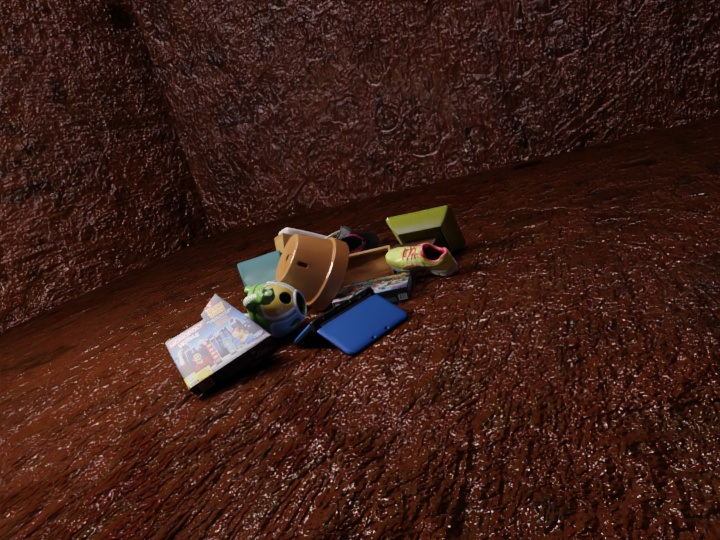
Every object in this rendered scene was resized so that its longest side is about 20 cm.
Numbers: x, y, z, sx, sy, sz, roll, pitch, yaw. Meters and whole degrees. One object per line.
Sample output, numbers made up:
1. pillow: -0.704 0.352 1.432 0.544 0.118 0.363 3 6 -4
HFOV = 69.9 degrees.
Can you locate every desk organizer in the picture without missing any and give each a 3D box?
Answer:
1. desk organizer: 0.133 -0.035 1.531 0.198 0.072 0.077 -10 18 23

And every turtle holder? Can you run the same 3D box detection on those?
1. turtle holder: -0.211 0.082 1.254 0.130 0.186 0.142 -12 39 11

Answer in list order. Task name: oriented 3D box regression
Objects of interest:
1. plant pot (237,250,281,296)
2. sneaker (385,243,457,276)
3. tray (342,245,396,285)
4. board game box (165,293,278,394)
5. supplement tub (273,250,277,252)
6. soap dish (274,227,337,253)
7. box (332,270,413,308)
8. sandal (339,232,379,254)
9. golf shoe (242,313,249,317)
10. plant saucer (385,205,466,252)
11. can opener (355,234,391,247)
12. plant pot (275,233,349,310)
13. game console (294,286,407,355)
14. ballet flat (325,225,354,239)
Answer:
1. plant pot: -0.277 0.050 1.546 0.140 0.142 0.200 -19 21 -10
2. sneaker: 0.158 -0.042 1.387 0.198 0.090 0.079 3 59 22
3. tray: 0.000 0.000 1.484 0.198 0.100 0.037 -12 -14 13
4. board game box: -0.320 0.154 1.153 0.199 0.062 0.200 -32 50 -17
5. supplement tub: -0.261 -0.040 1.911 0.106 0.108 0.200 -4 18 39
6. soap dish: -0.173 -0.074 1.667 0.198 0.082 0.157 11 -7 -18
7. box: 0.036 0.057 1.355 0.198 0.038 0.137 -13 15 13
8. sandal: -0.032 -0.073 1.523 0.198 0.076 0.045 -11 -16 -20
9. golf shoe: -0.296 0.171 1.250 0.091 0.076 0.200 -1 27 23
10. plant saucer: 0.200 -0.100 1.560 0.198 0.200 0.048 -10 54 23
11. can opener: 0.042 -0.064 1.651 0.198 0.064 0.079 13 49 -9
12. plant pot: -0.138 -0.009 1.386 0.139 0.202 0.200 22 1 -21
13. game console: -0.023 0.134 1.174 0.199 0.119 0.171 -28 -13 -40
14. ballet flat: -0.100 -0.057 1.583 0.200 0.068 0.068 -46 -10 -6
